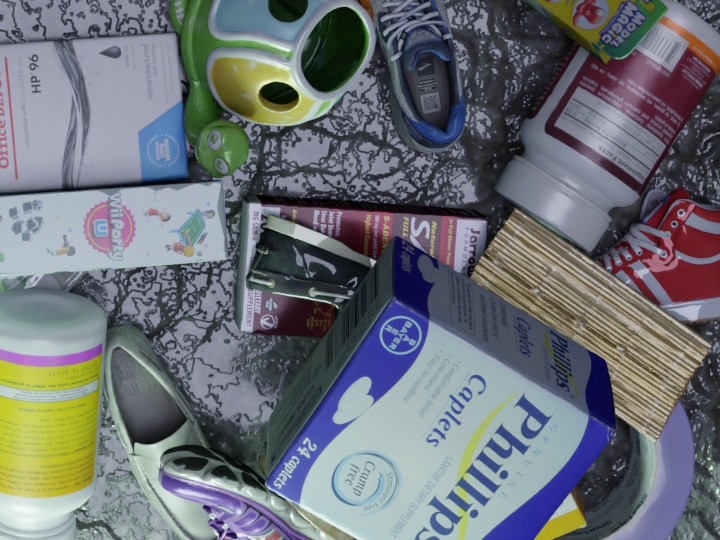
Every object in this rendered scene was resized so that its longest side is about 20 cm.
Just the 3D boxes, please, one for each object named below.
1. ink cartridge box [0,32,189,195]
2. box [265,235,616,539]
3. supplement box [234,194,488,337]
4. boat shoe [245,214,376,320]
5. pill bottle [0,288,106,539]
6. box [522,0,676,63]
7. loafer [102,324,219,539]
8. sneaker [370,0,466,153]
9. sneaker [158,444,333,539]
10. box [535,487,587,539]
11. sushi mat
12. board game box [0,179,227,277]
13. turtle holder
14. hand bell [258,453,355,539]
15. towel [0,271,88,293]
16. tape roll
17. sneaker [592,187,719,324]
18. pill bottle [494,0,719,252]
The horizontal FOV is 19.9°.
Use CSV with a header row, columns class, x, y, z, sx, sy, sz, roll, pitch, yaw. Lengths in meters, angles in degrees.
class,x,y,z,sx,sy,sz,roll,pitch,yaw
ink cartridge box,-0.241,-0.120,1.609,0.198,0.068,0.117,-6,91,-14
box,0.058,0.113,1.516,0.199,0.105,0.185,29,112,-13
supplement box,0.000,0.000,1.676,0.198,0.061,0.110,3,97,-9
boat shoe,0.007,0.024,1.612,0.198,0.072,0.068,24,87,-2
pill bottle,-0.258,0.124,1.629,0.103,0.104,0.202,3,110,-7
box,0.174,-0.252,1.614,0.118,0.048,0.200,-48,59,2
loafer,-0.162,0.139,1.669,0.069,0.070,0.201,-29,100,-3
sneaker,0.046,-0.192,1.644,0.076,0.085,0.202,-20,99,-4
sneaker,-0.090,0.209,1.651,0.200,0.080,0.084,38,86,-34
box,0.084,0.135,1.606,0.118,0.042,0.201,-23,111,11
sushi mat,0.180,0.043,1.648,0.199,0.012,0.096,35,81,0
board game box,-0.208,-0.031,1.580,0.198,0.147,0.065,-4,92,-10
turtle holder,-0.071,-0.174,1.576,0.185,0.131,0.142,-32,125,-25
hand bell,0.021,0.114,1.652,0.104,0.104,0.200,41,96,-10
towel,-0.302,-0.016,1.652,0.200,0.031,0.149,-45,101,0
tape roll,0.172,0.153,1.706,0.198,0.085,0.202,-1,97,-7
sneaker,0.218,-0.009,1.696,0.198,0.071,0.114,-7,102,-14
pill bottle,0.200,-0.124,1.657,0.114,0.114,0.201,32,93,-10
